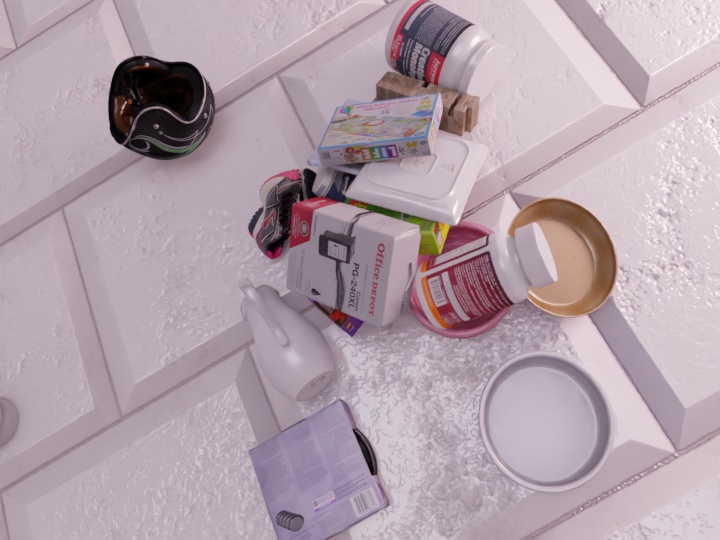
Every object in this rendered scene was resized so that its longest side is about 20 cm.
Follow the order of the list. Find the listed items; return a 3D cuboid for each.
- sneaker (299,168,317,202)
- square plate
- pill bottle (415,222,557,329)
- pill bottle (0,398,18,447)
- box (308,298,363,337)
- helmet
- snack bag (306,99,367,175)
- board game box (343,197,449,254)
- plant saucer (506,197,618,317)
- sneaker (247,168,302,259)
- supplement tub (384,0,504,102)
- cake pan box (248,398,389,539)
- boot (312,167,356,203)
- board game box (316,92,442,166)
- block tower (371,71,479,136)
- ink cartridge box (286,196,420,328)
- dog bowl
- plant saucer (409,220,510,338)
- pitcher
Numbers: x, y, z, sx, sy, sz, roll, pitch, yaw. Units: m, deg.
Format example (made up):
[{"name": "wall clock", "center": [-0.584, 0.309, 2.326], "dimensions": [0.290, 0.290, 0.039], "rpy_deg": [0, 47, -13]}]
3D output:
[{"name": "sneaker", "center": [-0.103, -0.101, 1.096], "dimensions": [0.082, 0.071, 0.205], "rpy_deg": [-27, 56, 28]}, {"name": "square plate", "center": [0.098, -0.173, 0.968], "dimensions": [0.193, 0.029, 0.202], "rpy_deg": [16, 54, 18]}, {"name": "pill bottle", "center": [0.190, 0.008, 0.886], "dimensions": [0.196, 0.109, 0.113], "rpy_deg": [-23, 67, 27]}, {"name": "pill bottle", "center": [-0.747, 0.276, 1.068], "dimensions": [0.111, 0.200, 0.118], "rpy_deg": [-4, 72, 12]}, {"name": "box", "center": [0.000, 0.000, 1.029], "dimensions": [0.201, 0.039, 0.136], "rpy_deg": [-52, 43, -5]}, {"name": "helmet", "center": [-0.395, -0.325, 1.177], "dimensions": [0.197, 0.187, 0.207], "rpy_deg": [6, 98, 46]}, {"name": "snack bag", "center": [0.022, -0.235, 1.057], "dimensions": [0.184, 0.022, 0.203], "rpy_deg": [16, 54, 16]}, {"name": "board game box", "center": [0.051, -0.079, 0.981], "dimensions": [0.195, 0.048, 0.103], "rpy_deg": [1, 48, 30]}, {"name": "plant saucer", "center": [0.326, -0.020, 0.959], "dimensions": [0.194, 0.036, 0.206], "rpy_deg": [2, 74, -8]}, {"name": "sneaker", "center": [-0.144, -0.106, 1.063], "dimensions": [0.079, 0.201, 0.076], "rpy_deg": [-19, 64, -34]}, {"name": "supplement tub", "center": [0.155, -0.408, 1.092], "dimensions": [0.199, 0.141, 0.141], "rpy_deg": [38, 84, 22]}, {"name": "cake pan box", "center": [-0.069, 0.342, 0.961], "dimensions": [0.197, 0.052, 0.187], "rpy_deg": [-30, 70, 3]}, {"name": "boot", "center": [-0.028, -0.202, 1.120], "dimensions": [0.089, 0.072, 0.204], "rpy_deg": [30, 55, -21]}, {"name": "board game box", "center": [0.035, -0.241, 0.991], "dimensions": [0.194, 0.035, 0.137], "rpy_deg": [-1, 46, 22]}, {"name": "block tower", "center": [0.116, -0.306, 1.057], "dimensions": [0.196, 0.059, 0.054], "rpy_deg": [22, 55, 22]}, {"name": "ink cartridge box", "center": [-0.015, -0.018, 0.917], "dimensions": [0.196, 0.083, 0.149], "rpy_deg": [20, 113, 30]}, {"name": "dog bowl", "center": [0.281, 0.232, 0.892], "dimensions": [0.194, 0.079, 0.206], "rpy_deg": [-4, 72, 13]}, {"name": "plant saucer", "center": [0.171, 0.018, 1.003], "dimensions": [0.194, 0.051, 0.207], "rpy_deg": [-4, 73, 12]}, {"name": "pitcher", "center": [-0.136, 0.112, 0.984], "dimensions": [0.120, 0.172, 0.201], "rpy_deg": [-36, 67, -6]}]
